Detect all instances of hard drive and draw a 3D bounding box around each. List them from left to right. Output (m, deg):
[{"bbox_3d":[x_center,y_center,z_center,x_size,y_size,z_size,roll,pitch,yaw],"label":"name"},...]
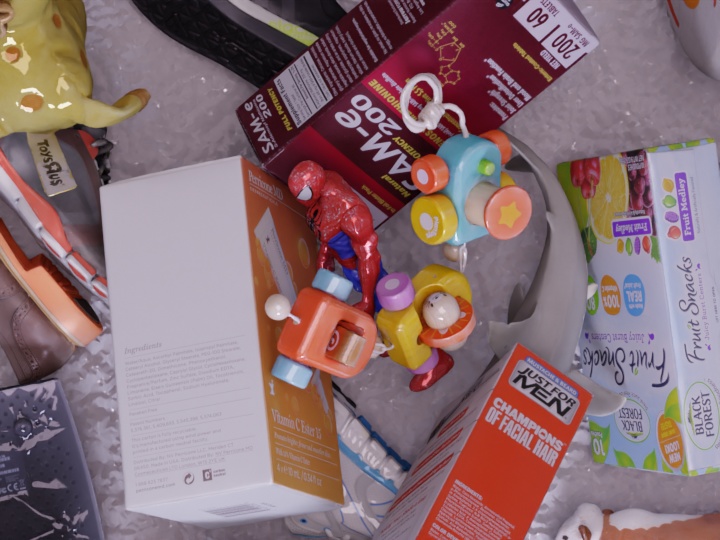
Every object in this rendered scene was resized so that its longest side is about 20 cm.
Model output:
[{"bbox_3d":[-0.230,0.172,1.389,0.134,0.042,0.201,-12,101,-4],"label":"hard drive"}]

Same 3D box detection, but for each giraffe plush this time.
[{"bbox_3d":[-0.224,-0.163,1.303,0.172,0.163,0.200,-28,48,-25],"label":"giraffe plush"}]

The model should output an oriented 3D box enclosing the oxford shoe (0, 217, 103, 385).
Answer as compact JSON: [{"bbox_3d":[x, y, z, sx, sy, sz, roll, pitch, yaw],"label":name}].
[{"bbox_3d":[-0.255,-0.012,1.387,0.073,0.071,0.200,-42,94,2],"label":"oxford shoe"}]

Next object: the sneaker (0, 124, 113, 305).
[{"bbox_3d":[-0.180,-0.053,1.392,0.082,0.077,0.200,-43,94,-10],"label":"sneaker"}]

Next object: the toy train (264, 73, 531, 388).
[{"bbox_3d":[0.033,-0.007,1.291,0.056,0.150,0.200,24,84,40],"label":"toy train"}]

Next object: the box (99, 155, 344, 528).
[{"bbox_3d":[-0.083,0.047,1.338,0.097,0.124,0.201,-11,75,18],"label":"box"}]

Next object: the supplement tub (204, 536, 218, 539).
[{"bbox_3d":[-0.029,0.261,1.368,0.199,0.144,0.145,24,88,-5],"label":"supplement tub"}]

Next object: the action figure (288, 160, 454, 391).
[{"bbox_3d":[0.000,0.000,1.352,0.052,0.065,0.200,-32,136,-5],"label":"action figure"}]

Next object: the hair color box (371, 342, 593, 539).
[{"bbox_3d":[0.056,0.151,1.307,0.064,0.111,0.200,34,55,-6],"label":"hair color box"}]

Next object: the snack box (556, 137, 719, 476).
[{"bbox_3d":[0.184,0.023,1.383,0.053,0.142,0.201,-8,91,-17],"label":"snack box"}]

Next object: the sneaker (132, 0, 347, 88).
[{"bbox_3d":[-0.069,-0.175,1.415,0.200,0.072,0.083,37,58,-3],"label":"sneaker"}]

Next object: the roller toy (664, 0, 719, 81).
[{"bbox_3d":[0.269,-0.214,1.372,0.139,0.182,0.201,-10,91,-5],"label":"roller toy"}]

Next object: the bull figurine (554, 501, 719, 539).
[{"bbox_3d":[0.222,0.204,1.430,0.199,0.065,0.122,-6,95,-2],"label":"bull figurine"}]

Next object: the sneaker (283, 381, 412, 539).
[{"bbox_3d":[0.000,0.152,1.414,0.200,0.075,0.087,45,93,5],"label":"sneaker"}]

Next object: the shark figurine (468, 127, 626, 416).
[{"bbox_3d":[0.103,0.015,1.381,0.089,0.128,0.215,3,96,-48],"label":"shark figurine"}]

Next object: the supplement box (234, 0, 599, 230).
[{"bbox_3d":[0.035,-0.119,1.348,0.200,0.061,0.109,-40,136,14],"label":"supplement box"}]
